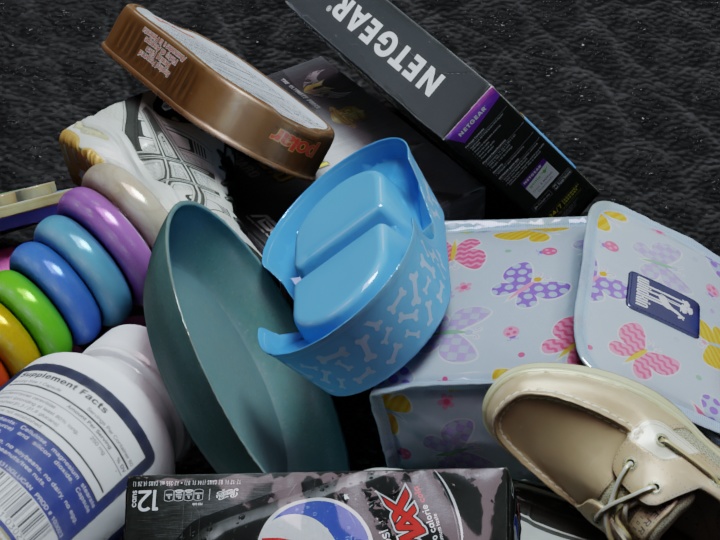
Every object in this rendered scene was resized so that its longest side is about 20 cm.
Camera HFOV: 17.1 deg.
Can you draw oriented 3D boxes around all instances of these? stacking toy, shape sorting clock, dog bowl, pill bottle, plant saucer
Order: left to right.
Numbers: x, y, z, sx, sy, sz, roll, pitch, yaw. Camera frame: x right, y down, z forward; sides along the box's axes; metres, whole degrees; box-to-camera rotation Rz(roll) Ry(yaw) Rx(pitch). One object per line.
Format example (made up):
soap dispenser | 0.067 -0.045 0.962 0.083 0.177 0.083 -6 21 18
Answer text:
shape sorting clock | -0.274 -0.028 1.476 0.199 0.039 0.200 -16 2 0
stacking toy | -0.196 0.028 1.371 0.200 0.086 0.085 -40 50 -19
pill bottle | -0.170 0.114 1.300 0.111 0.112 0.200 21 40 26
plant saucer | -0.069 0.058 1.339 0.036 0.200 0.200 -26 34 14
dog bowl | 0.000 0.000 1.368 0.111 0.050 0.200 -36 22 17

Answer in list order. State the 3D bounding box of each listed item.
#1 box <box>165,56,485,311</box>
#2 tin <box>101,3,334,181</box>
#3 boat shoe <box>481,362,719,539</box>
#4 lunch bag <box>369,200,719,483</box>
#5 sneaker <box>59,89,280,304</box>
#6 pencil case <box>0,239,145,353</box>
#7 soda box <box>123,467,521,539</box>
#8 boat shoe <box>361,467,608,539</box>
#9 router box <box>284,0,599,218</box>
box | -0.037 -0.059 1.592 0.158 0.049 0.200 -21 42 -26
tin | -0.091 -0.117 1.542 0.112 0.042 0.200 28 8 -41
boat shoe | 0.153 0.115 1.250 0.199 0.072 0.065 30 28 -2
lunch bag | 0.120 0.050 1.365 0.199 0.128 0.170 0 36 15
sneaker | -0.103 -0.050 1.495 0.087 0.076 0.200 -34 56 -20
pencil case | -0.217 0.021 1.451 0.199 0.091 0.094 -18 34 -27
soda box | -0.019 0.142 1.225 0.199 0.071 0.064 -2 68 9
boat shoe | 0.086 0.149 1.296 0.199 0.071 0.064 20 34 7
router box | 0.053 -0.116 1.590 0.051 0.149 0.200 -49 48 3
